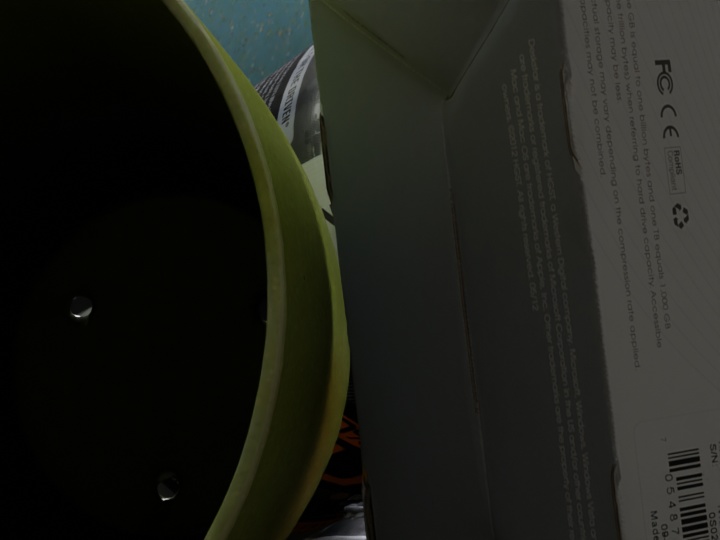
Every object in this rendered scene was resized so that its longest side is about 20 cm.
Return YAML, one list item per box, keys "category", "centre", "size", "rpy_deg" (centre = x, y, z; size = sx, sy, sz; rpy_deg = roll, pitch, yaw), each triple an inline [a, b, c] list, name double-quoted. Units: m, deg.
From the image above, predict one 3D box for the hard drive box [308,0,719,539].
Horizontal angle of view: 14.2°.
- category: "hard drive box"
  centre: [0.092, 0.003, 0.656]
  size: [0.199, 0.157, 0.077]
  rpy_deg: [-6, 0, -43]

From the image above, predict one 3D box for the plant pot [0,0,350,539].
- category: "plant pot"
  centre: [-0.077, 0.018, 0.672]
  size: [0.186, 0.188, 0.200]
  rpy_deg: [-6, -7, 15]

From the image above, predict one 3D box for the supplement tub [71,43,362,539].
- category: "supplement tub"
  centre: [0.000, 0.000, 0.832]
  size: [0.122, 0.123, 0.200]
  rpy_deg: [-7, -18, -43]

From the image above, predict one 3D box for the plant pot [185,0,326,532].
- category: "plant pot"
  centre: [0.027, -0.020, 1.029]
  size: [0.196, 0.201, 0.195]
  rpy_deg: [-7, 3, -41]

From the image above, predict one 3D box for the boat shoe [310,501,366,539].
- category: "boat shoe"
  centre: [0.055, 0.049, 0.732]
  size: [0.071, 0.068, 0.199]
  rpy_deg: [-5, 1, 44]
